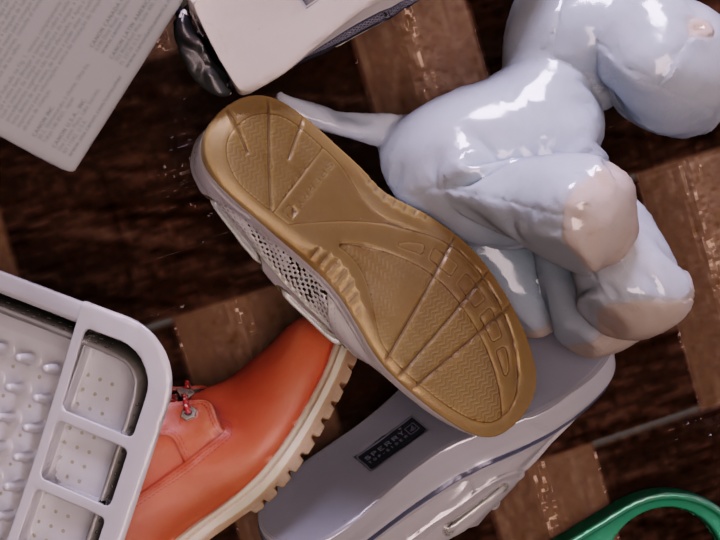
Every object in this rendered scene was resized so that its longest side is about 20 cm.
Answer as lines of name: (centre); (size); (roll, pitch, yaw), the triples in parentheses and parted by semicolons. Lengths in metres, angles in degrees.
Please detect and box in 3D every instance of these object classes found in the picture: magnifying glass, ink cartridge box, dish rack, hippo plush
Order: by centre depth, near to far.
ink cartridge box: (-0.169, -0.157, 1.194); (0.200, 0.047, 0.160); (30, 98, -31)
dish rack: (-0.188, 0.080, 1.261); (0.200, 0.044, 0.172); (20, 95, 17)
hippo plush: (0.100, -0.065, 1.298); (0.200, 0.159, 0.161); (24, 69, 30)
magnifying glass: (0.099, 0.155, 1.367); (0.200, 0.022, 0.080); (-4, 98, -9)

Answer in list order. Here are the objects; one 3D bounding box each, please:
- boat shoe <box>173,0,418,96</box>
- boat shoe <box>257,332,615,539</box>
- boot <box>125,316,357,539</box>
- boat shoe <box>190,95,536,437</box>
boat shoe: (-0.004, -0.152, 1.271); (0.200, 0.093, 0.075); (-29, 102, -6)
boat shoe: (0.041, 0.095, 1.332); (0.200, 0.074, 0.065); (-29, 132, -10)
boot: (-0.090, 0.079, 1.299); (0.107, 0.075, 0.200); (45, 89, -8)
boat shoe: (0.000, 0.000, 1.271); (0.200, 0.069, 0.071); (46, 69, -5)
